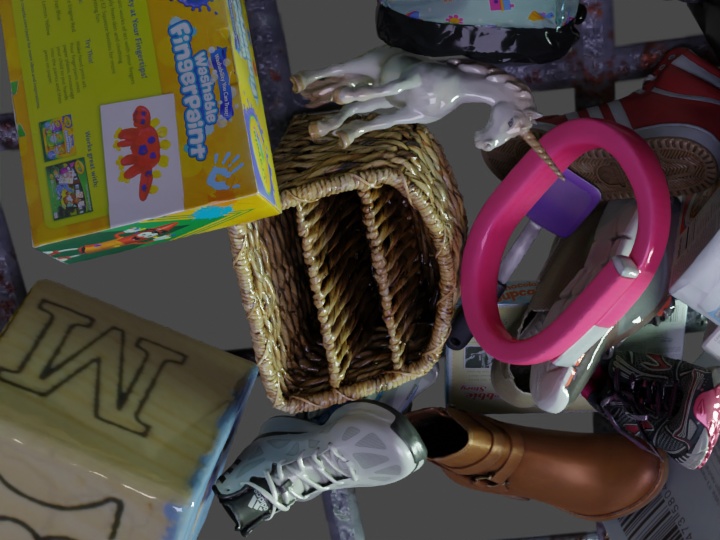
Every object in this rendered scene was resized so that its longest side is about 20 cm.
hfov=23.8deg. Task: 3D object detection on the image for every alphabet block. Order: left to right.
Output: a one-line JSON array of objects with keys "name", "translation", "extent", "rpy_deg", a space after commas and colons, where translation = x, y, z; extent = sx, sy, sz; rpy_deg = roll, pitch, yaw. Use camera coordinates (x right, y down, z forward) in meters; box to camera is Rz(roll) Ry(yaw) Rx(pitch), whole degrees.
[{"name": "alphabet block", "translation": [-0.219, 0.159, 1.374], "extent": [0.199, 0.197, 0.196], "rpy_deg": [22, 122, 1]}]

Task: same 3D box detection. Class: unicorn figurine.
[{"name": "unicorn figurine", "translation": [0.037, -0.123, 1.209], "extent": [0.136, 0.200, 0.074], "rpy_deg": [-18, 128, -19]}]

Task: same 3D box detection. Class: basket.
[{"name": "basket", "translation": [0.000, 0.000, 1.296], "extent": [0.142, 0.149, 0.201], "rpy_deg": [5, 127, 20]}]

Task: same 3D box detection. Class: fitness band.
[{"name": "fitness band", "translation": [0.143, -0.018, 1.232], "extent": [0.037, 0.144, 0.200], "rpy_deg": [7, 137, -38]}]

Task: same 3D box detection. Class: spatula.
[{"name": "spatula", "translation": [0.116, -0.006, 1.332], "extent": [0.056, 0.021, 0.201], "rpy_deg": [34, 123, 1]}]

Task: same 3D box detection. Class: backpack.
[{"name": "backpack", "translation": [0.087, -0.245, 1.158], "extent": [0.165, 0.127, 0.201], "rpy_deg": [3, 122, 1]}]

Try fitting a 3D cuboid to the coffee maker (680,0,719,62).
[{"name": "coffee maker", "translation": [0.297, -0.155, 1.174], "extent": [0.190, 0.201, 0.136], "rpy_deg": [-4, 121, 2]}]

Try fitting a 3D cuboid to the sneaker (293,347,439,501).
[{"name": "sneaker", "translation": [0.001, 0.135, 1.462], "extent": [0.086, 0.075, 0.200], "rpy_deg": [14, 132, -31]}]

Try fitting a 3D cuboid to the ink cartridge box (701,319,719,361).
[{"name": "ink cartridge box", "translation": [0.344, -0.034, 1.293], "extent": [0.045, 0.176, 0.200], "rpy_deg": [36, 119, 1]}]

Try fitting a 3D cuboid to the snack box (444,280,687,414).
[{"name": "snack box", "translation": [0.170, 0.064, 1.430], "extent": [0.198, 0.037, 0.117], "rpy_deg": [-1, 124, 0]}]

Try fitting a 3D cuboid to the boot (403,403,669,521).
[{"name": "boot", "translation": [0.139, 0.148, 1.412], "extent": [0.199, 0.077, 0.155], "rpy_deg": [2, 161, 44]}]

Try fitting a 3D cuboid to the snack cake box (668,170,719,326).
[{"name": "snack cake box", "translation": [0.286, -0.051, 1.226], "extent": [0.067, 0.200, 0.115], "rpy_deg": [32, 120, -3]}]

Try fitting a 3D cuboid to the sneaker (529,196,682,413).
[{"name": "sneaker", "translation": [0.201, 0.027, 1.288], "extent": [0.082, 0.077, 0.201], "rpy_deg": [33, 80, -18]}]

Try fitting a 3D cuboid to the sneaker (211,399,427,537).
[{"name": "sneaker", "translation": [-0.041, 0.168, 1.344], "extent": [0.200, 0.115, 0.076], "rpy_deg": [-13, 114, 49]}]

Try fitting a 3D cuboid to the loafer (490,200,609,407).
[{"name": "loafer", "translation": [0.171, 0.024, 1.348], "extent": [0.075, 0.068, 0.201], "rpy_deg": [26, 97, -4]}]

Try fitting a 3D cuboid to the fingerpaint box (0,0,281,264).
[{"name": "fingerpaint box", "translation": [-0.156, -0.123, 1.204], "extent": [0.165, 0.202, 0.073], "rpy_deg": [-13, 168, 9]}]

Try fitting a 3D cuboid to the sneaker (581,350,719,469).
[{"name": "sneaker", "translation": [0.227, 0.104, 1.325], "extent": [0.074, 0.200, 0.081], "rpy_deg": [21, 84, -11]}]

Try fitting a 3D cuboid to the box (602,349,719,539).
[{"name": "box", "translation": [0.334, 0.203, 1.410], "extent": [0.170, 0.200, 0.200], "rpy_deg": [17, 125, -33]}]

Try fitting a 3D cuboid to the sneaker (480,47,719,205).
[{"name": "sneaker", "translation": [0.196, -0.111, 1.299], "extent": [0.199, 0.113, 0.072], "rpy_deg": [4, 135, 35]}]
